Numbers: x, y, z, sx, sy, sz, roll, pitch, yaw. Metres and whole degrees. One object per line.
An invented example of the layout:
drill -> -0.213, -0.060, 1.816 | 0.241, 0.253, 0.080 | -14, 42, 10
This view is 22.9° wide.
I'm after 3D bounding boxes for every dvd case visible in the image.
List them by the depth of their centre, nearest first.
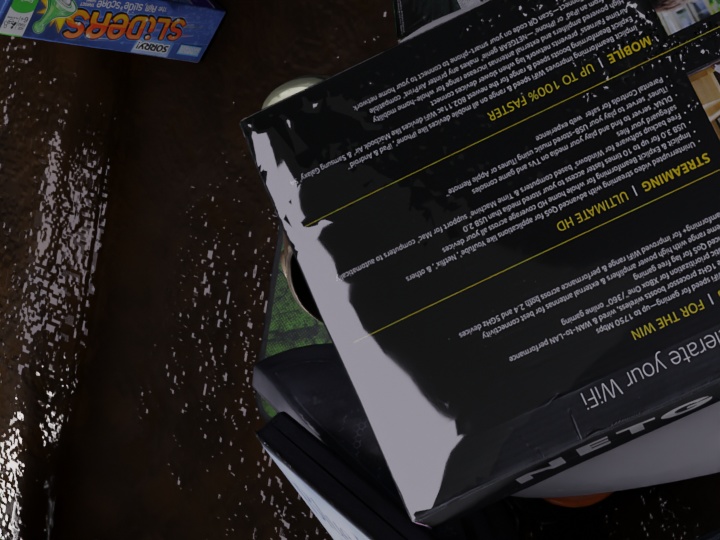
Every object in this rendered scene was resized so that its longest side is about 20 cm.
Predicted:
dvd case -> 0.044, 0.149, 0.686 | 0.018, 0.200, 0.143 | -41, 34, -11

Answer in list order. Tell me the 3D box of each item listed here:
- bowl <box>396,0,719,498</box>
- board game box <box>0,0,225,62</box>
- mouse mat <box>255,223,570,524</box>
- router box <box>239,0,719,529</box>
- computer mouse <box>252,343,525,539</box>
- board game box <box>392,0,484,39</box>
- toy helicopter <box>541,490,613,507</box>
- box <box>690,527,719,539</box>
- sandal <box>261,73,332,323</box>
bowl -> 0.106, -0.027, 0.650 | 0.200, 0.075, 0.200 | -15, 75, 8
board game box -> -0.177, -0.184, 0.923 | 0.200, 0.135, 0.034 | 48, 119, 32
mouse mat -> 0.029, 0.015, 0.823 | 0.200, 0.008, 0.161 | 14, 99, 40
router box -> 0.079, -0.023, 0.589 | 0.200, 0.051, 0.149 | -25, 76, 6
computer mouse -> 0.037, 0.091, 0.730 | 0.053, 0.139, 0.200 | -46, 63, -5
board game box -> 0.049, -0.212, 0.796 | 0.105, 0.023, 0.200 | -11, 83, 43
toy helicopter -> 0.075, -0.008, 0.723 | 0.132, 0.079, 0.200 | -42, 80, 5
box -> 0.219, 0.139, 0.625 | 0.200, 0.046, 0.159 | -32, 69, 37
sandal -> 0.001, 0.000, 0.804 | 0.080, 0.057, 0.201 | -33, 70, 39
